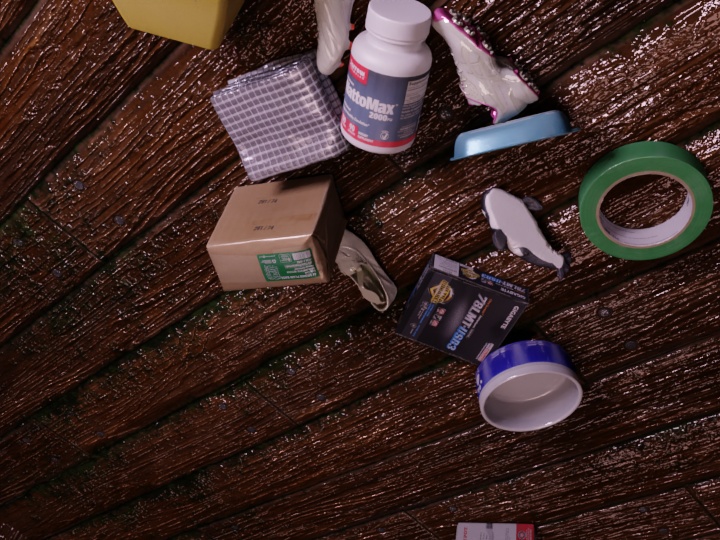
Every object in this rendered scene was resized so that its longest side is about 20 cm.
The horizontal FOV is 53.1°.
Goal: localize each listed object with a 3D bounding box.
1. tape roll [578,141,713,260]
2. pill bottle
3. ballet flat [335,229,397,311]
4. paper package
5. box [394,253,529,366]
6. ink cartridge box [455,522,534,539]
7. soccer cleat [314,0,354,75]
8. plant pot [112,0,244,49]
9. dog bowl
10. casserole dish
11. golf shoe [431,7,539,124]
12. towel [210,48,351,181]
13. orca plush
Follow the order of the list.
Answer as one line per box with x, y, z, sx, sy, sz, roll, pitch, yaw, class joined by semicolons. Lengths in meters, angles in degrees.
0.453;-0.108;1.152;0.198;0.048;0.202;7;131;8;tape roll
0.040;-0.286;1.055;0.118;0.120;0.201;13;131;3;pill bottle
0.000;0.000;1.347;0.069;0.070;0.200;-25;120;31;ballet flat
-0.140;-0.065;1.242;0.198;0.191;0.104;-5;129;17;paper package
0.190;0.080;1.381;0.197;0.050;0.201;22;132;-4;box
0.344;0.728;1.832;0.198;0.145;0.084;-4;129;17;ink cartridge box
-0.042;-0.377;1.025;0.077;0.070;0.201;1;131;-25;soccer cleat
-0.237;-0.423;0.969;0.198;0.201;0.177;15;143;0;plant pot
0.329;0.230;1.423;0.198;0.079;0.201;-2;134;-2;dog bowl
0.229;-0.205;1.088;0.198;0.121;0.039;-10;97;23;casserole dish
0.167;-0.291;1.044;0.199;0.076;0.091;37;122;-17;golf shoe
-0.128;-0.243;1.157;0.198;0.086;0.166;-14;125;24;towel
0.276;-0.068;1.238;0.199;0.071;0.106;26;87;-14;orca plush
